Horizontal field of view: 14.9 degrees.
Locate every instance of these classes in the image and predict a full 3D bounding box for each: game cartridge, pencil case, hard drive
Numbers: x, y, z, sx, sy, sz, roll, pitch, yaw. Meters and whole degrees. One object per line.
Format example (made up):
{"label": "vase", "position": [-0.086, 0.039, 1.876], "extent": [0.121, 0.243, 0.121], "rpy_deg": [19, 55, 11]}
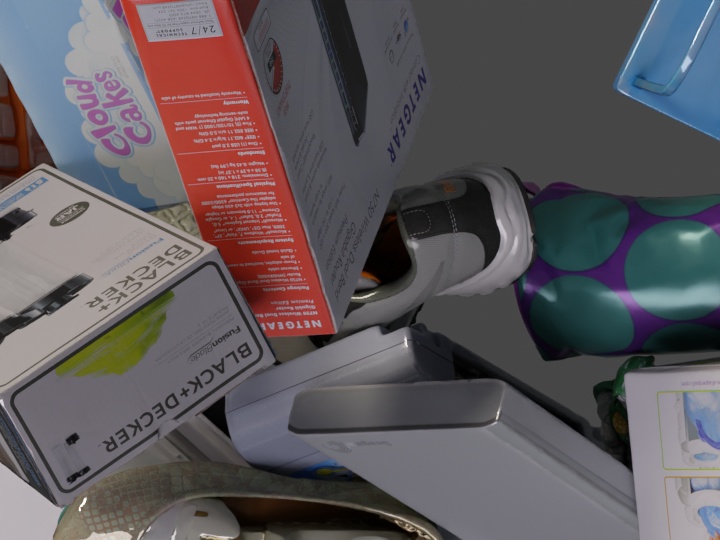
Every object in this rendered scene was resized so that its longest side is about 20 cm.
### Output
{"label": "game cartridge", "position": [0.028, 0.089, 1.412], "extent": [0.133, 0.041, 0.200], "rpy_deg": [-20, 149, 31]}
{"label": "pencil case", "position": [0.173, -0.006, 1.328], "extent": [0.200, 0.085, 0.093], "rpy_deg": [-5, 86, 19]}
{"label": "hard drive", "position": [0.077, 0.106, 1.334], "extent": [0.132, 0.026, 0.200], "rpy_deg": [-5, 151, 42]}

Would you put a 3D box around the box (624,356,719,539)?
{"label": "box", "position": [0.204, 0.139, 1.288], "extent": [0.101, 0.112, 0.200], "rpy_deg": [-5, 90, 49]}

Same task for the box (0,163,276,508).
{"label": "box", "position": [-0.134, 0.023, 1.212], "extent": [0.117, 0.200, 0.060], "rpy_deg": [-34, 116, -16]}

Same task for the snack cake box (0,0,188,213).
{"label": "snack cake box", "position": [-0.125, -0.137, 1.291], "extent": [0.067, 0.115, 0.200], "rpy_deg": [-12, 122, 24]}

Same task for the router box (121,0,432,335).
{"label": "router box", "position": [-0.031, -0.101, 1.230], "extent": [0.049, 0.200, 0.180], "rpy_deg": [-4, 126, 20]}

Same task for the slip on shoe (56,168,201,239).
{"label": "slip on shoe", "position": [-0.130, -0.035, 1.408], "extent": [0.200, 0.074, 0.061], "rpy_deg": [11, 163, 0]}

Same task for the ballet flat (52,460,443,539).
{"label": "ballet flat", "position": [-0.051, 0.131, 1.364], "extent": [0.200, 0.062, 0.068], "rpy_deg": [-1, 107, -20]}

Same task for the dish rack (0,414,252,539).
{"label": "dish rack", "position": [-0.168, 0.105, 1.411], "extent": [0.200, 0.044, 0.172], "rpy_deg": [42, 115, -15]}

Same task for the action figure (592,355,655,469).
{"label": "action figure", "position": [0.161, 0.107, 1.390], "extent": [0.118, 0.055, 0.200], "rpy_deg": [7, 145, 31]}

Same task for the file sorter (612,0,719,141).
{"label": "file sorter", "position": [0.234, -0.096, 1.188], "extent": [0.200, 0.123, 0.139], "rpy_deg": [25, 94, -4]}

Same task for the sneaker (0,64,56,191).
{"label": "sneaker", "position": [-0.197, -0.069, 1.350], "extent": [0.077, 0.078, 0.200], "rpy_deg": [-2, 82, 30]}

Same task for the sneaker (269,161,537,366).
{"label": "sneaker", "position": [0.000, 0.000, 1.355], "extent": [0.200, 0.079, 0.074], "rpy_deg": [-33, 68, 51]}

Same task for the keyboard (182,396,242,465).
{"label": "keyboard", "position": [-0.158, 0.077, 1.430], "extent": [0.200, 0.021, 0.127], "rpy_deg": [17, 119, 1]}
